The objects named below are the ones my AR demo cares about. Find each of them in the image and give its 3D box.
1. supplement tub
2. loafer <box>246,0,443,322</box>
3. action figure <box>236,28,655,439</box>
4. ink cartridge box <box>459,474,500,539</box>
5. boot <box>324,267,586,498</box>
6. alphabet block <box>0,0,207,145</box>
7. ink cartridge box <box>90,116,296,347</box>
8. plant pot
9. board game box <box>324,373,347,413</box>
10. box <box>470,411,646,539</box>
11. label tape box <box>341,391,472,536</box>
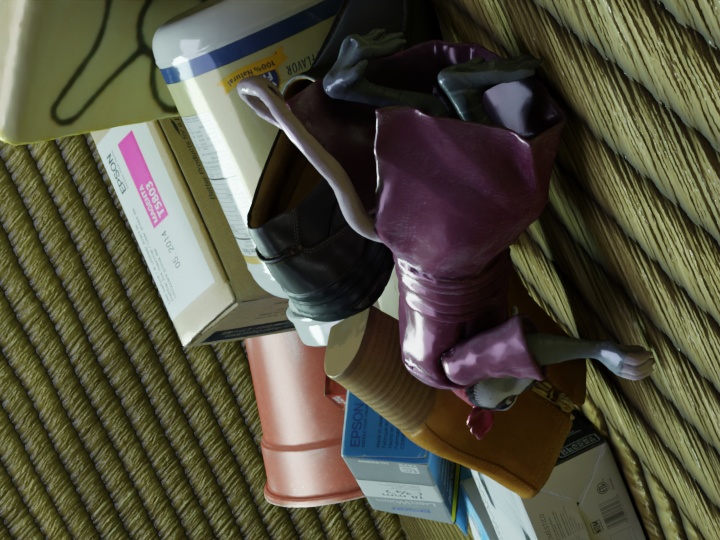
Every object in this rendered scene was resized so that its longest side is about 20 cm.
[{"bbox_3d":[-0.018,-0.073,1.084,0.144,0.143,0.201,-136,22,-78],"label":"supplement tub"},{"bbox_3d":[-0.007,-0.077,0.942,0.072,0.072,0.201,44,-135,-42],"label":"loafer"},{"bbox_3d":[0.041,-0.002,0.859,0.134,0.148,0.202,-132,30,-54],"label":"action figure"},{"bbox_3d":[0.135,0.230,1.376,0.201,0.066,0.116,73,171,-55],"label":"ink cartridge box"},{"bbox_3d":[0.062,0.007,0.991,0.143,0.203,0.071,30,150,-27],"label":"boot"},{"bbox_3d":[-0.178,-0.218,1.161,0.196,0.194,0.201,38,125,34],"label":"alphabet block"},{"bbox_3d":[-0.093,-0.052,1.410,0.164,0.075,0.201,-6,-115,-47],"label":"ink cartridge box"},{"bbox_3d":[-0.016,0.081,1.686,0.201,0.199,0.197,-138,32,-78],"label":"plant pot"},{"bbox_3d":[0.000,0.000,1.351,0.103,0.019,0.202,49,-137,-70],"label":"board game box"},{"bbox_3d":[0.116,0.138,1.169,0.200,0.060,0.117,-130,16,-74],"label":"box"},{"bbox_3d":[0.038,0.094,1.342,0.200,0.063,0.146,66,-152,-66],"label":"label tape box"}]
